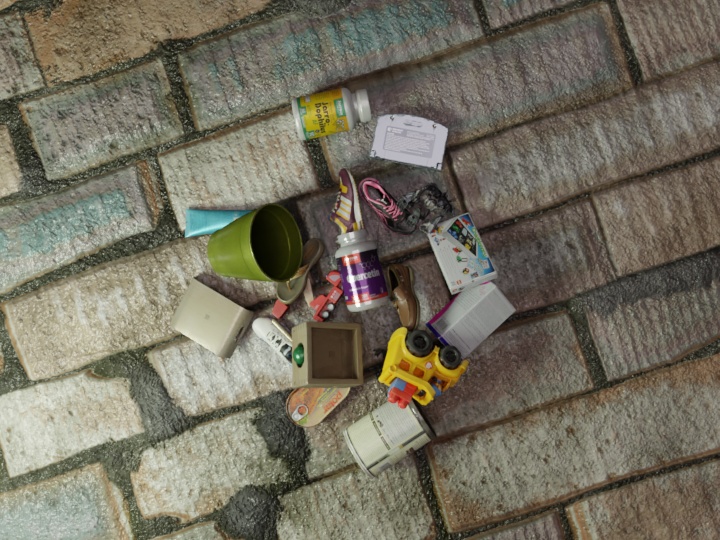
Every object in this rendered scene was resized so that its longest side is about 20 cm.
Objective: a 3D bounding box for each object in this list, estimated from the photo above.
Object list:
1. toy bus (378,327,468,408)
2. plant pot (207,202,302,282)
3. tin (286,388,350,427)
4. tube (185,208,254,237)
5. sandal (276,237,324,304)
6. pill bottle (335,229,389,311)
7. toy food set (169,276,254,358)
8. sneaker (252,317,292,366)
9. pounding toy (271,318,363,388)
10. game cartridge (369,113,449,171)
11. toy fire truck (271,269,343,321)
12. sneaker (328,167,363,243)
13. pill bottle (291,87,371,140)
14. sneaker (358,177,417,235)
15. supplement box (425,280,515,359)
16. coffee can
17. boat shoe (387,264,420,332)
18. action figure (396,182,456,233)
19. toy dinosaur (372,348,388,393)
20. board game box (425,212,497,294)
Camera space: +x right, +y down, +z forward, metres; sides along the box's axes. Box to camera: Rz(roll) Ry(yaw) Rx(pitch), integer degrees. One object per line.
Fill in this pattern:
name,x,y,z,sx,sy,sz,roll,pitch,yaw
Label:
toy bus,0.146,0.266,1.639,0.199,0.136,0.193,26,59,-3
plant pot,-0.285,-0.057,1.699,0.192,0.200,0.202,-9,89,34
tin,-0.111,0.334,1.771,0.200,0.042,0.112,-44,84,0
tube,-0.382,-0.134,1.786,0.199,0.050,0.078,-2,80,6
sandal,-0.167,-0.007,1.747,0.080,0.054,0.201,24,77,29
pill bottle,0.000,0.000,1.699,0.112,0.112,0.201,-14,91,2
toy food set,-0.405,0.127,1.781,0.199,0.060,0.144,29,91,10
sneaker,-0.207,0.194,1.760,0.200,0.072,0.072,38,92,4
pounding toy,-0.114,0.208,1.695,0.199,0.142,0.185,5,74,-26
game cartridge,0.133,-0.351,1.775,0.199,0.040,0.134,12,93,2
toy fire truck,-0.130,0.069,1.770,0.141,0.049,0.201,34,89,4
sneaker,-0.048,-0.171,1.758,0.090,0.075,0.201,-12,88,-4
pill bottle,-0.075,-0.419,1.744,0.199,0.113,0.114,-11,89,1
sneaker,0.071,-0.169,1.745,0.200,0.095,0.079,42,89,1
supplement box,0.286,0.121,1.714,0.200,0.101,0.103,-44,113,2
coffee can,0.076,0.423,1.708,0.199,0.146,0.147,-33,88,1
boat shoe,0.105,0.072,1.709,0.068,0.072,0.201,14,46,-24
action figure,0.169,-0.167,1.722,0.102,0.200,0.119,-41,75,37
toy dinosaur,0.078,0.245,1.752,0.088,0.047,0.201,-8,59,26
board game box,0.261,-0.047,1.720,0.126,0.035,0.201,-20,59,2
